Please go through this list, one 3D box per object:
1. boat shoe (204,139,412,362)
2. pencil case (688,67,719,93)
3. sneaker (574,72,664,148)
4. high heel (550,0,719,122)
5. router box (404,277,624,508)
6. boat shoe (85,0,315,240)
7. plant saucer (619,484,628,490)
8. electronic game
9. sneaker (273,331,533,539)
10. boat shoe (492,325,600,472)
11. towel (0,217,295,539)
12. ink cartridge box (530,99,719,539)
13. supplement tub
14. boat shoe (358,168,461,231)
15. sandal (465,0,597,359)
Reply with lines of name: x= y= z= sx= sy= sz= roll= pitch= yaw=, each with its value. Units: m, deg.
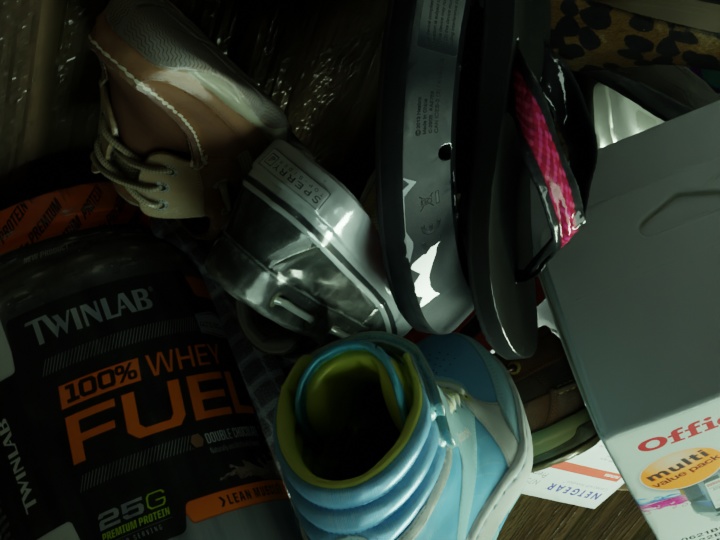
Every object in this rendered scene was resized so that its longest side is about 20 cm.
boat shoe: x=-0.026 y=0.002 z=0.945 sx=0.071 sy=0.072 sz=0.200 roll=-47 pitch=160 yaw=-3
pencil case: x=0.226 y=-0.118 z=1.272 sx=0.200 sy=0.092 sz=0.085 roll=-54 pitch=180 yaw=45
sneaker: x=0.185 y=-0.076 z=1.221 sx=0.115 sy=0.076 sz=0.201 roll=-13 pitch=143 yaw=13
high heel: x=0.165 y=-0.142 z=1.020 sx=0.200 sy=0.142 sz=0.072 roll=-41 pitch=-155 yaw=44
router box: x=0.121 y=0.049 z=1.233 sx=0.199 sy=0.049 sz=0.179 roll=18 pitch=127 yaw=-45
boat shoe: x=-0.072 y=-0.054 z=0.911 sx=0.072 sy=0.076 sz=0.200 roll=-45 pitch=161 yaw=-1
plant saucer: x=0.160 y=0.033 z=1.360 sx=0.200 sy=0.201 sz=0.032 roll=-41 pitch=155 yaw=20
electronic game: x=0.041 y=-0.073 z=0.945 sx=0.041 sy=0.201 sz=0.200 roll=6 pitch=170 yaw=16
sneaker: x=0.021 y=0.059 z=0.946 sx=0.079 sy=0.131 sz=0.200 roll=-5 pitch=-147 yaw=16
boat shoe: x=0.017 y=0.080 z=1.091 sx=0.199 sy=0.068 sz=0.072 roll=-17 pitch=-179 yaw=16
towel: x=-0.106 y=0.081 z=1.068 sx=0.200 sy=0.166 sz=0.085 roll=-41 pitch=154 yaw=16
ink cartridge box: x=0.179 y=0.034 z=1.064 sx=0.145 sy=0.145 sz=0.200 roll=-22 pitch=147 yaw=9
supplement tub: x=-0.105 y=0.072 z=0.957 sx=0.122 sy=0.201 sz=0.123 roll=-22 pitch=168 yaw=-5
boat shoe: x=0.000 y=0.000 z=1.188 sx=0.071 sy=0.076 sz=0.200 roll=-24 pitch=160 yaw=-44
sandal: x=0.073 y=-0.058 z=0.904 sx=0.045 sy=0.201 sz=0.075 roll=5 pitch=-166 yaw=15
